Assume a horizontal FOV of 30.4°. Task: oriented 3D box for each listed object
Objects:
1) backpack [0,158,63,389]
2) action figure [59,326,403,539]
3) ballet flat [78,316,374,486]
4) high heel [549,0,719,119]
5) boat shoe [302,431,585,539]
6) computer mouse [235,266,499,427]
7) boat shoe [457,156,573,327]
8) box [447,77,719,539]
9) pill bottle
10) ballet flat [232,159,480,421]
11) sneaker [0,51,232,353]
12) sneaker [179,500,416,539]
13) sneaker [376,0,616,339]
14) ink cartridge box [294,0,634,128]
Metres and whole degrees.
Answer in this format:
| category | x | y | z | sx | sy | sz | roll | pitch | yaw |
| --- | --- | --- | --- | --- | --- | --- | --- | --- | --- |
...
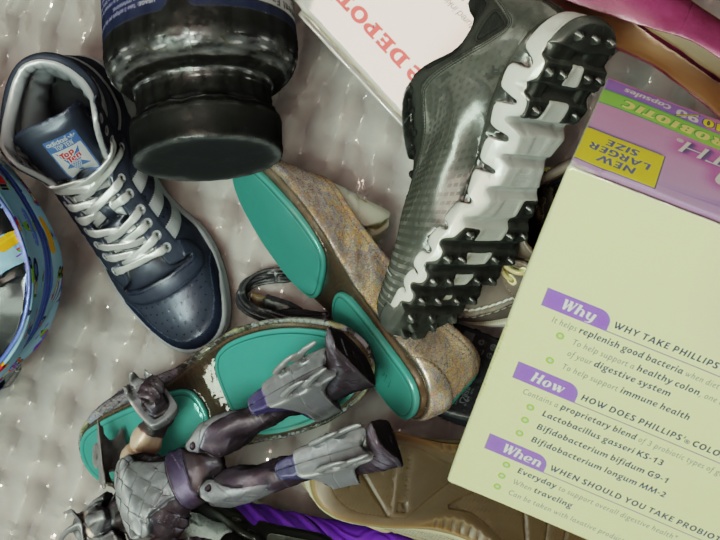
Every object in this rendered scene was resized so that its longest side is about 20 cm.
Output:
| category | x | y | z | sx | sy | sz | roll | pitch | yaw |
| --- | --- | --- | --- | --- | --- | --- | --- | --- | --- |
| backpack | -0.260 | 0.003 | 0.767 | 0.200 | 0.134 | 0.183 | -35 | 85 | 19 |
| action figure | -0.081 | 0.106 | 0.720 | 0.199 | 0.069 | 0.131 | -26 | 72 | 12 |
| ballet flat | -0.076 | 0.072 | 0.790 | 0.199 | 0.072 | 0.072 | -22 | 88 | 20 |
| high heel | 0.164 | -0.095 | 0.676 | 0.096 | 0.067 | 0.201 | -29 | 72 | -11 |
| boat shoe | 0.063 | 0.134 | 0.784 | 0.199 | 0.065 | 0.073 | 11 | 79 | -11 |
| computer mouse | 0.016 | 0.046 | 0.806 | 0.199 | 0.034 | 0.059 | 23 | 70 | 13 |
| boat shoe | 0.108 | -0.022 | 0.733 | 0.200 | 0.059 | 0.072 | -29 | 73 | 40 |
| box | 0.159 | 0.039 | 0.643 | 0.175 | 0.097 | 0.201 | 22 | 127 | 8 |
| pill bottle | -0.093 | -0.159 | 0.756 | 0.111 | 0.112 | 0.201 | -6 | 78 | 7 |
| ballet flat | 0.000 | 0.000 | 0.783 | 0.067 | 0.068 | 0.200 | -26 | 70 | -29 |
| sneaker | -0.146 | -0.039 | 0.783 | 0.070 | 0.108 | 0.201 | -27 | 87 | 7 |
| sneaker | -0.046 | 0.177 | 0.777 | 0.199 | 0.100 | 0.070 | 15 | 95 | 7 |
| sneaker | 0.054 | -0.060 | 0.700 | 0.090 | 0.066 | 0.201 | 45 | 118 | 37 |
| ink cartridge box | 0.084 | -0.166 | 0.766 | 0.200 | 0.083 | 0.147 | -43 | 86 | 5 |
